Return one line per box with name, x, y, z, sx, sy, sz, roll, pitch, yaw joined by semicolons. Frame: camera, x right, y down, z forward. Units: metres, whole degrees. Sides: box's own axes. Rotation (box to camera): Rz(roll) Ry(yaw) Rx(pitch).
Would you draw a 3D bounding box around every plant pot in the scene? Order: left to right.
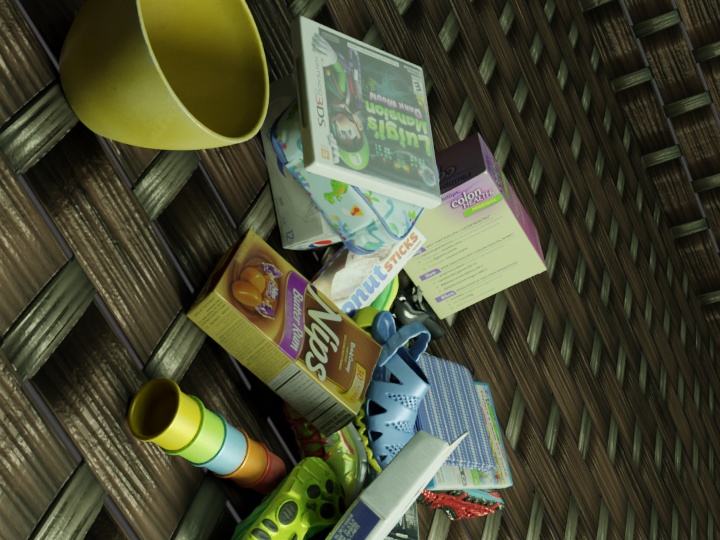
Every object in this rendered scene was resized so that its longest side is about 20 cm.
plant pot;-0.199;-0.196;1.061;0.200;0.140;0.203;41;41;-48

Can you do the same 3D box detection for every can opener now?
can opener;0.072;0.060;1.537;0.064;0.078;0.200;67;16;14

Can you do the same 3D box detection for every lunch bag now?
lunch bag;-0.002;-0.132;1.314;0.200;0.082;0.162;49;46;-19

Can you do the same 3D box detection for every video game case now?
video game case;0.008;-0.176;1.270;0.198;0.023;0.185;14;62;-42
video game case;0.128;0.213;1.468;0.199;0.018;0.145;13;59;-53

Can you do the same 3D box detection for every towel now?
towel;0.105;0.178;1.411;0.199;0.024;0.147;22;51;-57

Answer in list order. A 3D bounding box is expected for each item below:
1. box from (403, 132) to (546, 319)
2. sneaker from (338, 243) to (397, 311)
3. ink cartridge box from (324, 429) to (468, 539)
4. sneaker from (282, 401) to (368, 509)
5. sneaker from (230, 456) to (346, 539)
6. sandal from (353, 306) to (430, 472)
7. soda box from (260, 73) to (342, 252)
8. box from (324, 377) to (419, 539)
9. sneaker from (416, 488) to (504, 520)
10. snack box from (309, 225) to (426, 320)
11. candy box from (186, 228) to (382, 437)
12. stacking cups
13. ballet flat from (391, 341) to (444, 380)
box;0.138;-0.060;1.585;0.201;0.174;0.097;51;21;-35
sneaker;-0.001;-0.028;1.435;0.082;0.074;0.204;5;75;-28
ink cartridge box;0.011;0.255;1.154;0.040;0.201;0.199;39;31;12
sneaker;-0.051;0.169;1.232;0.090;0.078;0.203;26;47;-47
sneaker;-0.081;0.247;1.103;0.075;0.083;0.200;60;33;-2
sandal;0.041;0.137;1.294;0.079;0.086;0.204;13;70;-61
soda box;-0.071;-0.128;1.358;0.068;0.063;0.203;7;69;-60
box;0.008;0.215;1.336;0.158;0.045;0.203;31;49;-53
sneaker;0.133;0.274;1.513;0.200;0.078;0.097;37;42;-51
snack box;0.000;0.000;1.361;0.072;0.024;0.200;51;58;-14
candy box;-0.075;0.065;1.180;0.200;0.056;0.117;43;35;-14
stacking cups;-0.142;0.168;1.076;0.200;0.060;0.061;47;37;-51
ballet flat;0.083;0.135;1.506;0.199;0.070;0.072;30;50;-55
